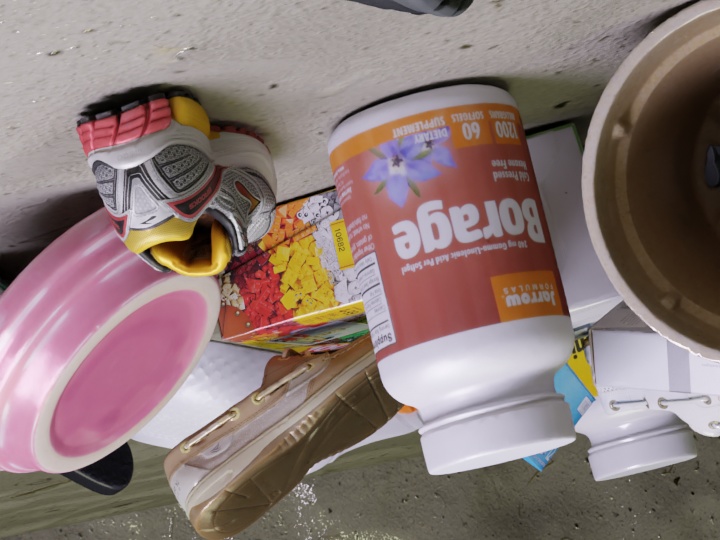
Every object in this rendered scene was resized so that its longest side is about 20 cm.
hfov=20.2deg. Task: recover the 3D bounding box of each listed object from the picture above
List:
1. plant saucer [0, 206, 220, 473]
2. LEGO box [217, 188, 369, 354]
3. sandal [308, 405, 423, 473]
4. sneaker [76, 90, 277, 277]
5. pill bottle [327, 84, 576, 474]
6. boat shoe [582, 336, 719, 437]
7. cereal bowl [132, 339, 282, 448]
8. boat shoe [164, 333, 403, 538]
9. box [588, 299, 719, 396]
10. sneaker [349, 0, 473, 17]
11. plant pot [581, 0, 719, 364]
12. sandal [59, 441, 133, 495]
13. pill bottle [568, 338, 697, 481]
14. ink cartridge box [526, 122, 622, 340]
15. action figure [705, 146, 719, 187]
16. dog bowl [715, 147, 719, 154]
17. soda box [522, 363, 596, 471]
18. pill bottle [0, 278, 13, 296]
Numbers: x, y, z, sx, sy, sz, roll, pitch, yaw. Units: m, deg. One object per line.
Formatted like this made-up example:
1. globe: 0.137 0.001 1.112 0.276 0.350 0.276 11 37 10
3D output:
1. plant saucer: -0.152 0.046 1.198 0.200 0.051 0.201 -43 158 -21
2. LEGO box: 0.000 0.000 1.367 0.148 0.077 0.200 -16 170 16
3. sandal: 0.002 0.084 1.437 0.206 0.059 0.079 -20 147 -27
4. sneaker: -0.092 -0.032 1.060 0.078 0.082 0.200 -16 170 14
5. pill bottle: 0.056 0.007 1.125 0.112 0.201 0.112 -13 170 -2
6. boat shoe: 0.228 0.071 1.291 0.071 0.070 0.200 -16 -171 -36
7. cereal bowl: -0.118 0.091 1.495 0.199 0.084 0.200 10 179 0
8. boat shoe: -0.040 0.086 1.299 0.200 0.066 0.074 -36 147 -12
9. box: 0.257 0.032 1.193 0.199 0.041 0.156 2 -162 29
10. sneaker: -0.025 -0.132 0.686 0.082 0.074 0.200 0 173 34
11. plant pot: 0.238 -0.056 1.133 0.200 0.201 0.183 -17 -179 17
12. sandal: -0.247 0.110 1.437 0.045 0.075 0.200 -30 131 30
13. pill bottle: 0.205 0.062 1.627 0.112 0.201 0.112 -13 170 -2
14. ink cartridge box: 0.127 -0.015 1.337 0.067 0.118 0.200 -18 171 2
15. action figure: 0.284 -0.079 1.357 0.200 0.055 0.118 -17 163 -41
16. dog bowl: 0.227 -0.045 1.479 0.199 0.059 0.200 -14 170 -3
17. soda box: 0.087 0.064 1.293 0.064 0.068 0.200 -52 154 -5
18. pill bottle: -0.224 0.064 1.322 0.113 0.114 0.200 -16 170 16
